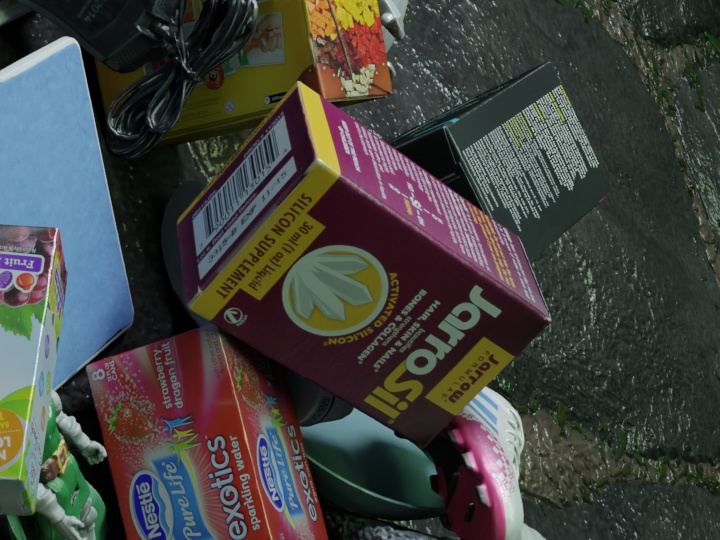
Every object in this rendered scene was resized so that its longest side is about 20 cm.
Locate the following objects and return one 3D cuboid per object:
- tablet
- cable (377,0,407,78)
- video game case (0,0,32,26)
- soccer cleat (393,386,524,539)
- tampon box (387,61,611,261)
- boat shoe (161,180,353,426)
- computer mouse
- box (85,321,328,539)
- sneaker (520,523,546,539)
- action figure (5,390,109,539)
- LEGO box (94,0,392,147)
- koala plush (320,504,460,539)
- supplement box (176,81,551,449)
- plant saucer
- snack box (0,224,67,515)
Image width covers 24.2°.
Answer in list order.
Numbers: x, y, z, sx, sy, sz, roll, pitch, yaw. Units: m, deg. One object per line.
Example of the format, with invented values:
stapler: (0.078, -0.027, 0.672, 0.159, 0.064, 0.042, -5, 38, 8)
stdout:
tablet: (-0.193, -0.029, 1.035, 0.130, 0.014, 0.202, -45, 132, -54)
cable: (-0.060, -0.216, 1.212, 0.069, 0.198, 0.202, -24, 100, -59)
video game case: (-0.275, -0.243, 1.095, 0.183, 0.023, 0.200, 61, 37, -11)
soccer cleat: (0.083, 0.118, 1.128, 0.085, 0.071, 0.200, 1, 27, -20)
tampon box: (0.084, -0.063, 1.363, 0.200, 0.149, 0.127, -34, 99, -53)
boat shoe: (-0.071, 0.025, 1.159, 0.065, 0.073, 0.201, 12, 43, -57)
computer mouse: (-0.169, -0.183, 1.092, 0.200, 0.139, 0.053, 43, 15, 2)
box: (-0.090, 0.142, 1.059, 0.095, 0.099, 0.202, 10, 64, -70)
sneaker: (0.132, 0.290, 1.312, 0.099, 0.074, 0.202, 28, 52, -40)
action figure: (-0.175, 0.123, 0.949, 0.119, 0.054, 0.202, -81, 163, -50)
LEGO box: (-0.089, -0.171, 1.133, 0.077, 0.198, 0.151, -12, 93, -53)
koala plush: (0.036, 0.280, 1.133, 0.176, 0.183, 0.203, 18, 82, -29)
supplement box: (0.000, 0.000, 1.060, 0.199, 0.131, 0.104, 32, 23, -28)
plant saucer: (-0.005, 0.116, 1.189, 0.198, 0.036, 0.200, 25, 22, -11)
snack box: (-0.256, 0.044, 0.847, 0.053, 0.197, 0.144, 96, -3, -61)
